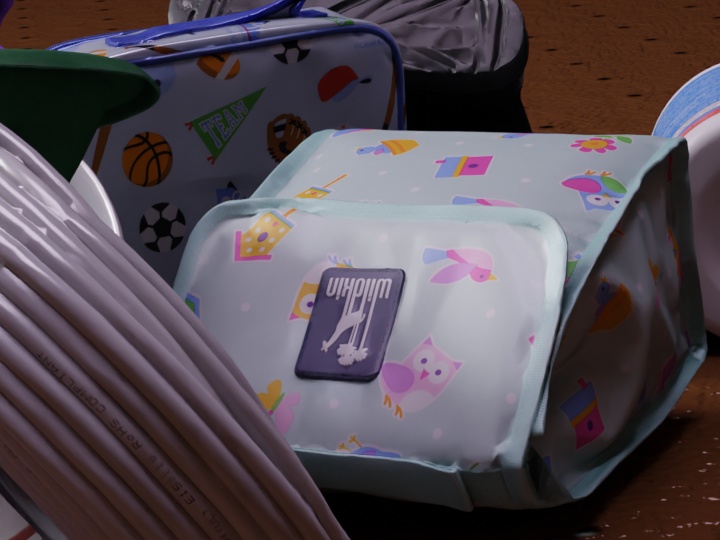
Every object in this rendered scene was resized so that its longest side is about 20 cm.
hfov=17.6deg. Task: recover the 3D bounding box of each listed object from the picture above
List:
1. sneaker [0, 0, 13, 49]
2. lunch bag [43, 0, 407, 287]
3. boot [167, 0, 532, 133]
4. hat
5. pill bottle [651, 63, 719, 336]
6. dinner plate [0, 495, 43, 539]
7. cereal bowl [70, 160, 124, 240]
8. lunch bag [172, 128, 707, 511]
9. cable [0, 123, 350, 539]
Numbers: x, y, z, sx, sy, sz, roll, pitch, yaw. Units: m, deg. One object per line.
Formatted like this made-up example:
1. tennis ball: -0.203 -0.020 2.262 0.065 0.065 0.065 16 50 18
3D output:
1. sneaker: -0.187 -0.064 1.154 0.088 0.202 0.081 -16 -9 -6
2. lunch bag: -0.067 -0.051 1.139 0.199 0.162 0.075 -12 16 -25
3. boot: 0.002 -0.089 1.279 0.198 0.077 0.169 6 -29 9
4. hat: -0.164 0.025 0.825 0.198 0.178 0.166 -5 -7 -2
5. pill bottle: 0.192 -0.042 1.117 0.111 0.113 0.200 -3 15 8
6. dinner plate: -0.168 0.049 0.848 0.198 0.024 0.201 0 49 0
7. cereal bowl: -0.189 0.026 0.938 0.198 0.084 0.201 0 47 0
8. lunch bag: 0.025 0.024 0.891 0.169 0.123 0.200 3 25 26
9. cable: -0.085 0.041 0.701 0.069 0.200 0.200 -43 57 -13
